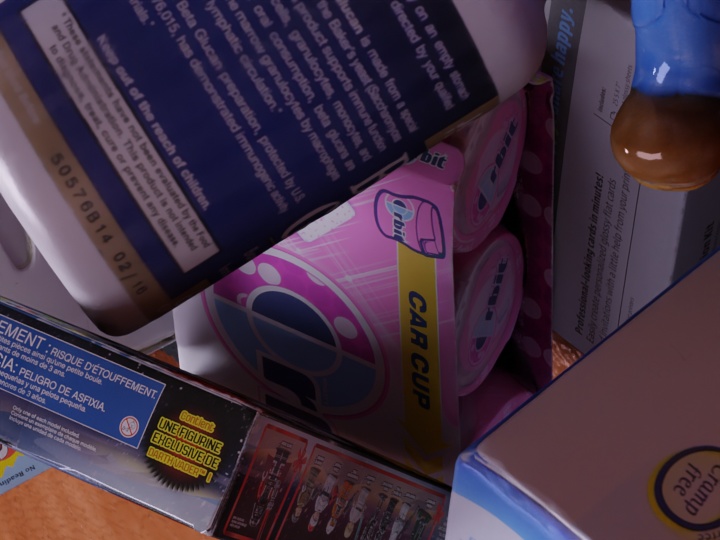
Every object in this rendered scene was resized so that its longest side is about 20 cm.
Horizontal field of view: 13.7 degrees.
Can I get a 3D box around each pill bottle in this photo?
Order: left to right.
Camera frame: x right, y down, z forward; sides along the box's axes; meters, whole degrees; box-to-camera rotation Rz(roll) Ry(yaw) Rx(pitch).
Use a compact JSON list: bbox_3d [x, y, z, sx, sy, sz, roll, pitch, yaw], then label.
[{"bbox_3d":[-0.016,-0.077,0.858,0.111,0.200,0.111,58,179,1],"label":"pill bottle"}]

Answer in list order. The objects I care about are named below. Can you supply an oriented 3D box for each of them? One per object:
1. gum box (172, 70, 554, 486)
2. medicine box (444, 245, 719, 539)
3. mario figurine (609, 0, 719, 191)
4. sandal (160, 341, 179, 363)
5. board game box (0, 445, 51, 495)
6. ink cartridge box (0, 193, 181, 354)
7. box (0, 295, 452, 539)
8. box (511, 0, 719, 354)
[{"bbox_3d":[0.000,0.000,0.989,0.113,0.066,0.201,23,140,24],"label":"gum box"},{"bbox_3d":[0.117,0.094,0.901,0.103,0.182,0.200,38,146,26],"label":"medicine box"},{"bbox_3d":[0.083,-0.105,0.745,0.106,0.123,0.201,38,153,51],"label":"mario figurine"},{"bbox_3d":[-0.112,-0.030,1.150,0.200,0.048,0.075,37,167,25],"label":"sandal"},{"bbox_3d":[-0.179,-0.015,1.267,0.201,0.105,0.103,64,171,-18],"label":"board game box"},{"bbox_3d":[-0.157,-0.054,1.040,0.200,0.087,0.146,25,130,48],"label":"ink cartridge box"},{"bbox_3d":[-0.051,0.053,0.905,0.136,0.040,0.200,22,177,26],"label":"box"},{"bbox_3d":[0.042,-0.070,0.986,0.200,0.041,0.156,39,147,27],"label":"box"}]
